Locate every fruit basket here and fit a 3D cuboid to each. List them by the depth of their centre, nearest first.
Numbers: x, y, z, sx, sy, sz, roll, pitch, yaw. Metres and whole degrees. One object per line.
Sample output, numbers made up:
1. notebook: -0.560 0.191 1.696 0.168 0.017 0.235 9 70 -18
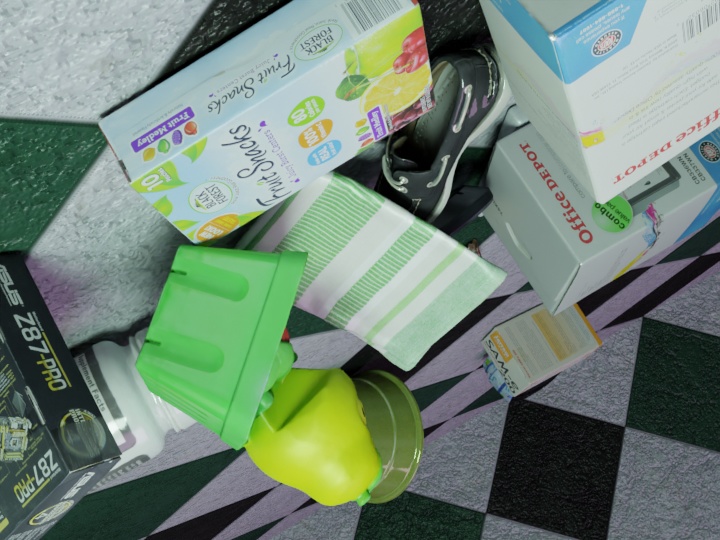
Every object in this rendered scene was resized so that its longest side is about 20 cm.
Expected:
1. fruit basket: -0.062 0.082 0.718 0.216 0.213 0.157 74 33 -72

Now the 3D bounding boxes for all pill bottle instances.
1. pill bottle: -0.241 0.132 0.817 0.198 0.114 0.113 -27 162 -13

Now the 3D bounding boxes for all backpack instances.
1. backpack: 0.353 0.189 1.954 0.200 0.153 0.163 -47 174 -30

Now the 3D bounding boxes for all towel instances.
1. towel: 0.000 0.000 0.800 0.153 0.199 0.024 -47 -161 39

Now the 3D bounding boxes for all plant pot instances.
1. plant pot: -0.043 0.241 1.370 0.189 0.202 0.200 11 136 -46

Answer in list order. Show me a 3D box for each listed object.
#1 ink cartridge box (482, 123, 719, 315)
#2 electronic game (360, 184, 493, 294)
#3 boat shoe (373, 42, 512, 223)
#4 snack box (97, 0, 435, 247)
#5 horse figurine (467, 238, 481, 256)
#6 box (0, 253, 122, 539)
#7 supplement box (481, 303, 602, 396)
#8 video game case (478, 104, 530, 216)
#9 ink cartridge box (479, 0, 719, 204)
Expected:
1. ink cartridge box: 0.242 -0.082 0.929 0.199 0.148 0.146 -29 162 -10
2. electronic game: 0.044 -0.021 0.915 0.199 0.042 0.200 -34 -176 3
3. boat shoe: 0.050 -0.098 0.760 0.060 0.074 0.200 -15 154 -40
4. snack box: -0.050 -0.102 0.610 0.199 0.053 0.142 -31 162 0
5. horse figurine: 0.100 0.042 1.242 0.200 0.050 0.132 -44 172 16
6. box: -0.262 0.111 0.647 0.200 0.162 0.049 -44 159 31
7. supplement box: 0.350 0.141 1.813 0.198 0.127 0.074 -22 162 -27
8. video game case: 0.213 -0.144 0.991 0.180 0.023 0.200 -27 162 -15
9. ink cartridge box: 0.166 -0.156 0.624 0.128 0.126 0.200 -32 145 3
